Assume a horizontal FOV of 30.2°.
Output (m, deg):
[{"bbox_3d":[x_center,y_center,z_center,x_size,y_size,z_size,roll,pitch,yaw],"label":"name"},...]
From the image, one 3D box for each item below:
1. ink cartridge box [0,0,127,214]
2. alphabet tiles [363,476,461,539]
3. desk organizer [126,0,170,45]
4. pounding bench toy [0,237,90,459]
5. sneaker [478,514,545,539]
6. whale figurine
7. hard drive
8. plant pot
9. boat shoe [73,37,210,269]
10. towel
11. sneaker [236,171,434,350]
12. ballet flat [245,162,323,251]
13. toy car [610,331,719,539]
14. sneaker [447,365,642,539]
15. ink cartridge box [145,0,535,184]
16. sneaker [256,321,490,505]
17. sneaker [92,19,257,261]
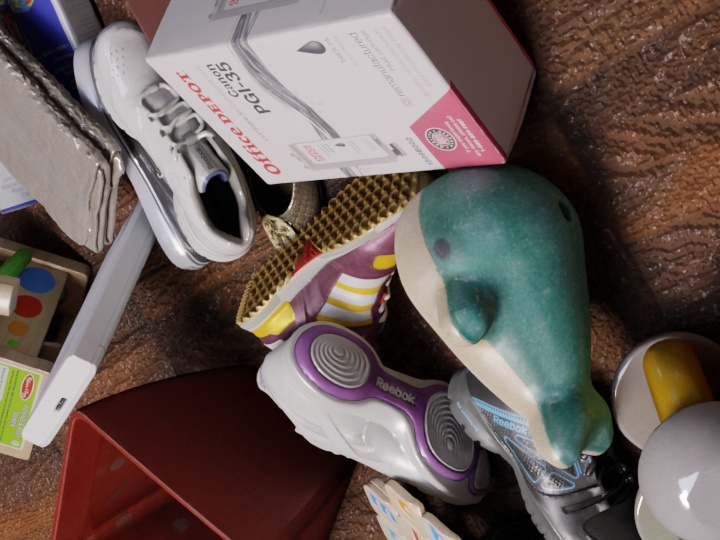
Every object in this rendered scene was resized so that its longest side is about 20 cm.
[{"bbox_3d":[-0.282,-0.163,1.141,0.197,0.047,0.201,-10,108,42],"label":"ink cartridge box"},{"bbox_3d":[0.079,0.237,1.012,0.200,0.015,0.196,38,160,37],"label":"alphabet tiles"},{"bbox_3d":[-0.086,-0.229,0.915,0.200,0.072,0.077,-20,102,45],"label":"desk organizer"},{"bbox_3d":[-0.318,0.034,1.193,0.124,0.156,0.200,18,132,-8],"label":"pounding bench toy"},{"bbox_3d":[0.175,0.243,0.965,0.199,0.076,0.091,14,129,45],"label":"sneaker"},{"bbox_3d":[0.108,0.021,0.838,0.104,0.159,0.201,-37,72,27],"label":"whale figurine"},{"bbox_3d":[-0.211,0.031,1.085,0.027,0.201,0.132,27,136,-12],"label":"hard drive"},{"bbox_3d":[-0.118,0.196,1.106,0.200,0.176,0.200,35,132,19],"label":"plant pot"},{"bbox_3d":[-0.155,-0.098,1.055,0.066,0.070,0.201,-21,96,27],"label":"boat shoe"},{"bbox_3d":[-0.263,-0.116,1.078,0.200,0.034,0.133,45,147,15],"label":"towel"},{"bbox_3d":[0.000,0.000,0.979,0.090,0.075,0.200,36,129,-24],"label":"sneaker"},{"bbox_3d":[-0.070,-0.097,0.992,0.067,0.046,0.201,11,120,37],"label":"ballet flat"},{"bbox_3d":[0.239,0.127,0.797,0.149,0.175,0.201,-13,108,6],"label":"toy car"},{"bbox_3d":[0.145,0.130,0.916,0.200,0.073,0.082,46,134,10],"label":"sneaker"},{"bbox_3d":[-0.013,-0.132,0.848,0.199,0.083,0.147,-3,146,37],"label":"ink cartridge box"},{"bbox_3d":[0.012,0.110,0.996,0.200,0.075,0.100,38,144,-17],"label":"sneaker"},{"bbox_3d":[-0.128,-0.098,0.988,0.201,0.074,0.087,58,168,-12],"label":"sneaker"}]
